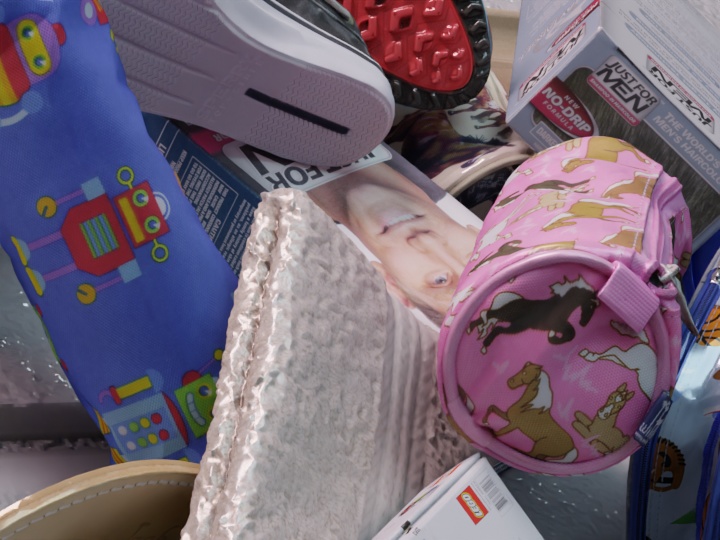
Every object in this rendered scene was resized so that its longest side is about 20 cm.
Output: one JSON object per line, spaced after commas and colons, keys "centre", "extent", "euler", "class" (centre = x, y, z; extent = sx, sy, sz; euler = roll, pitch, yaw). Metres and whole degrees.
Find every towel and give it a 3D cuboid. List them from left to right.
{"centre": [-0.005, 0.080, 0.890], "extent": [0.133, 0.034, 0.200], "euler": [47, 38, -37], "class": "towel"}

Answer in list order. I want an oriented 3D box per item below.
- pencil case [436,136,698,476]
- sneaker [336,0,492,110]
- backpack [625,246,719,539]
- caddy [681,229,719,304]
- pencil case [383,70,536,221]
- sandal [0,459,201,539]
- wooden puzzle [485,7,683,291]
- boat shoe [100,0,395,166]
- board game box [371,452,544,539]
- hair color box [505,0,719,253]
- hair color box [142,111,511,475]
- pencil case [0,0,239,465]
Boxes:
{"centre": [0.078, 0.008, 0.956], "extent": [0.086, 0.083, 0.200], "euler": [7, 14, 5], "class": "pencil case"}
{"centre": [-0.013, -0.147, 1.159], "extent": [0.200, 0.079, 0.096], "euler": [44, 10, 11], "class": "sneaker"}
{"centre": [0.180, 0.082, 0.994], "extent": [0.154, 0.201, 0.191], "euler": [3, 33, 20], "class": "backpack"}
{"centre": [0.211, 0.005, 1.190], "extent": [0.141, 0.105, 0.200], "euler": [51, 36, -17], "class": "caddy"}
{"centre": [0.026, -0.084, 1.202], "extent": [0.078, 0.090, 0.200], "euler": [16, 33, -42], "class": "pencil case"}
{"centre": [-0.052, 0.109, 0.874], "extent": [0.211, 0.078, 0.070], "euler": [-7, 49, -52], "class": "sandal"}
{"centre": [0.122, -0.048, 1.285], "extent": [0.185, 0.037, 0.200], "euler": [3, 44, -36], "class": "wooden puzzle"}
{"centre": [-0.073, -0.103, 1.040], "extent": [0.200, 0.072, 0.071], "euler": [28, 29, -39], "class": "boat shoe"}
{"centre": [0.061, 0.168, 0.839], "extent": [0.200, 0.035, 0.126], "euler": [55, 33, 0], "class": "board game box"}
{"centre": [0.122, -0.083, 1.185], "extent": [0.099, 0.061, 0.200], "euler": [43, 18, -10], "class": "hair color box"}
{"centre": [0.000, 0.000, 1.088], "extent": [0.200, 0.061, 0.100], "euler": [40, 33, 18], "class": "hair color box"}
{"centre": [-0.092, -0.016, 0.936], "extent": [0.201, 0.078, 0.087], "euler": [64, -8, -9], "class": "pencil case"}
